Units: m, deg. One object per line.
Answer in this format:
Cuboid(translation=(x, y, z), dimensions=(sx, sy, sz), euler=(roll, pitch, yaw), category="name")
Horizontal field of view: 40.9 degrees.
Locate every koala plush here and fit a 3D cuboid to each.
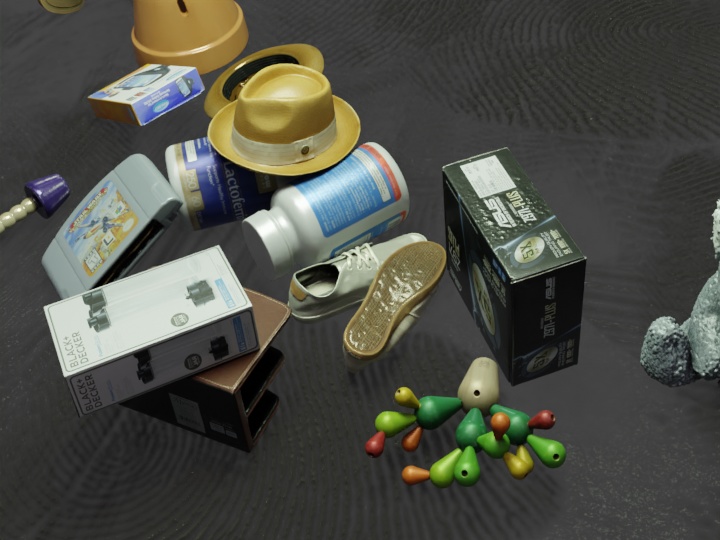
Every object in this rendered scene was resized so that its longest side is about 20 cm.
Cuboid(translation=(0.405, 0.029, 0.978), dimensions=(0.183, 0.203, 0.176), euler=(-37, 50, -27), category="koala plush")

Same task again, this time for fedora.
Cuboid(translation=(-0.130, -0.248, 1.401), dimensions=(0.197, 0.083, 0.203), euler=(-16, 37, 12), category="fedora")
Cuboid(translation=(-0.095, -0.201, 1.209), dimensions=(0.196, 0.083, 0.203), euler=(1, 42, -1), category="fedora")

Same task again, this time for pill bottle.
Cuboid(translation=(-0.045, -0.071, 1.211), dimensions=(0.198, 0.114, 0.112), euler=(-28, 47, -21), category="pill bottle")
Cuboid(translation=(-0.152, -0.130, 1.284), dimensions=(0.196, 0.117, 0.117), euler=(-14, 44, -5), category="pill bottle")

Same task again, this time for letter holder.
Cuboid(translation=(-0.180, 0.091, 1.082), dimensions=(0.196, 0.102, 0.143), euler=(15, 47, 22), category="letter holder")

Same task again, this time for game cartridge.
Cuboid(translation=(-0.320, -0.048, 1.224), dimensions=(0.201, 0.041, 0.133), euler=(-48, 54, 3), category="game cartridge")

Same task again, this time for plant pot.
Cuboid(translation=(-0.294, -0.433, 1.594), dimensions=(0.195, 0.142, 0.203), euler=(-5, 45, 5), category="plant pot")

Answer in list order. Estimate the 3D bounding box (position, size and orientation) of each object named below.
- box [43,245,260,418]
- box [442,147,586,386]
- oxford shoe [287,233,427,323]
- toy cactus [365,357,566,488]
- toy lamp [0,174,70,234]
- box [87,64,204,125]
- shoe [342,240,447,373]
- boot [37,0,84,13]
Cuboid(translation=(-0.216, 0.060, 1.000), dimensions=(0.196, 0.061, 0.117), euler=(-20, 43, -15), category="box")
Cuboid(translation=(0.166, -0.007, 1.078), dimensions=(0.084, 0.166, 0.202), euler=(-16, 45, -8), category="box")
Cuboid(translation=(0.000, 0.000, 1.174), dimensions=(0.197, 0.059, 0.075), euler=(-24, 44, -17), category="oxford shoe")
Cuboid(translation=(0.112, 0.148, 0.994), dimensions=(0.195, 0.104, 0.166), euler=(-2, 34, 19), category="toy cactus")
Cuboid(translation=(-0.485, -0.064, 1.315), dimensions=(0.058, 0.059, 0.199), euler=(30, 59, 33), category="toy lamp")
Cuboid(translation=(-0.321, -0.267, 1.458), dimensions=(0.118, 0.042, 0.198), euler=(-36, 28, -25), category="box")
Cuboid(translation=(0.038, 0.040, 1.130), dimensions=(0.069, 0.054, 0.200), euler=(27, 53, 18), category="shoe")
Cuboid(translation=(-0.576, -0.539, 1.795), dimensions=(0.152, 0.075, 0.201), euler=(13, 36, 19), category="boot")
